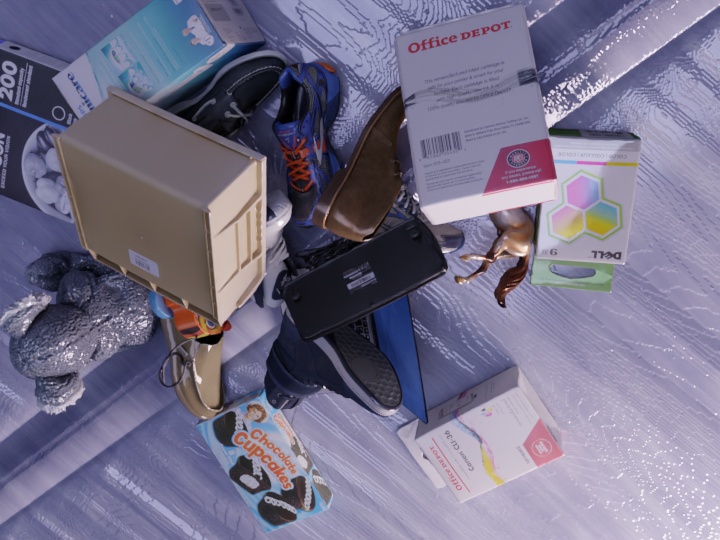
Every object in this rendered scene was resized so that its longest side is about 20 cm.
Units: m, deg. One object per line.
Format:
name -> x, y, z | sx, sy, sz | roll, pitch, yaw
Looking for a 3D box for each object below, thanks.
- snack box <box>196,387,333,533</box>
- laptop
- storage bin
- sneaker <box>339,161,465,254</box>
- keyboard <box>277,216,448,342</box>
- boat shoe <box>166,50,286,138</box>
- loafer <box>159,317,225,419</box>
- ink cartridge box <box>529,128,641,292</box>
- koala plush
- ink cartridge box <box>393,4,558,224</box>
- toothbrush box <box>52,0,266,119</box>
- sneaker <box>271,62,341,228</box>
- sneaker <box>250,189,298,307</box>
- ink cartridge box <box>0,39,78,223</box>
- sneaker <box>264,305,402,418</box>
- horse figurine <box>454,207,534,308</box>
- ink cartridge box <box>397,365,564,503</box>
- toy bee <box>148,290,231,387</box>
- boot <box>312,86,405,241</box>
snack box -> -0.139, 0.279, 1.080 | 0.116, 0.037, 0.201 | -27, 101, 18
laptop -> -0.017, 0.094, 0.951 | 0.199, 0.116, 0.188 | -6, 107, 13
storage bin -> -0.210, -0.062, 0.805 | 0.199, 0.094, 0.199 | 25, 141, 15
sneaker -> 0.037, -0.078, 0.906 | 0.199, 0.077, 0.086 | 19, 107, 4
keyboard -> 0.000, 0.000, 0.874 | 0.199, 0.040, 0.105 | -26, 82, 15
boat shoe -> -0.166, -0.193, 0.901 | 0.200, 0.075, 0.061 | -29, 64, 28
loafer -> -0.223, 0.113, 1.020 | 0.067, 0.076, 0.201 | -9, 107, 20
ink cartridge box -> 0.261, -0.063, 0.872 | 0.103, 0.059, 0.201 | 5, 110, 9
koala plush -> -0.380, 0.074, 0.965 | 0.183, 0.200, 0.178 | -7, 107, 18
ink cartridge box -> 0.126, -0.168, 0.809 | 0.144, 0.084, 0.201 | -11, 78, 13
toothbrush box -> -0.230, -0.246, 0.863 | 0.199, 0.146, 0.086 | -30, 100, 20
sneaker -> -0.072, -0.150, 0.874 | 0.075, 0.078, 0.201 | -3, 90, 33
sneaker -> -0.111, -0.017, 0.913 | 0.130, 0.079, 0.199 | 53, 145, -11
ink cartridge box -> -0.445, -0.190, 0.981 | 0.199, 0.043, 0.199 | 21, 112, 5
sneaker -> -0.042, 0.143, 0.925 | 0.202, 0.077, 0.147 | 44, 122, 30
horse figurine -> 0.162, -0.061, 0.884 | 0.132, 0.050, 0.201 | -20, 101, -18
ink cartridge box -> 0.154, 0.229, 0.988 | 0.200, 0.068, 0.117 | -32, 100, 19
toy bee -> -0.217, 0.044, 0.945 | 0.130, 0.109, 0.201 | 9, 84, 32
boot -> 0.023, -0.122, 0.856 | 0.075, 0.074, 0.201 | 25, 73, 8
